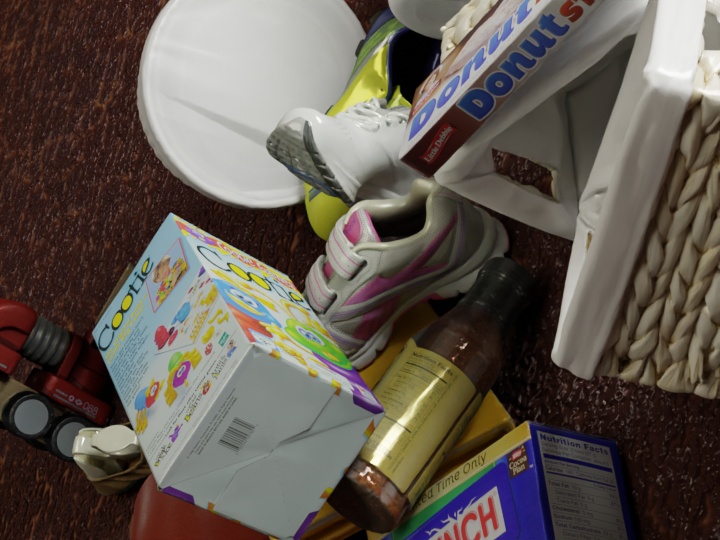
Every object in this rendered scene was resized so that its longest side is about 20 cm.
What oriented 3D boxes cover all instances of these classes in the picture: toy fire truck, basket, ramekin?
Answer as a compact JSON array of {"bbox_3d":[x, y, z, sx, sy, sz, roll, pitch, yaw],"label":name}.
[{"bbox_3d":[-0.305,0.070,1.526,0.129,0.176,0.200,5,65,59],"label":"toy fire truck"},{"bbox_3d":[0.150,-0.125,0.913,0.200,0.135,0.124,-37,42,45],"label":"basket"},{"bbox_3d":[0.181,-0.043,0.760,0.200,0.123,0.136,101,-175,-45],"label":"basket"},{"bbox_3d":[-0.094,-0.147,1.272,0.094,0.202,0.203,172,112,-68],"label":"ramekin"}]

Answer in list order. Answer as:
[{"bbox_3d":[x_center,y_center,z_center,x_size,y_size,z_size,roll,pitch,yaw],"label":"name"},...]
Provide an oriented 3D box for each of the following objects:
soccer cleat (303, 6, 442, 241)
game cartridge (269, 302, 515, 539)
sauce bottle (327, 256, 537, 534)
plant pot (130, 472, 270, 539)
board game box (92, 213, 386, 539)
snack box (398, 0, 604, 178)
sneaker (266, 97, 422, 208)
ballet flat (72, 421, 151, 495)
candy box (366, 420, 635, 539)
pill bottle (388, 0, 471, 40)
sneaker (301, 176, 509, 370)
[{"bbox_3d":[0.012,-0.113,1.204,0.084,0.065,0.200,31,101,56],"label":"soccer cleat"},{"bbox_3d":[-0.008,0.094,1.069,0.176,0.032,0.200,-27,36,-5],"label":"game cartridge"},{"bbox_3d":[0.048,0.075,0.984,0.066,0.066,0.200,-15,31,55],"label":"sauce bottle"},{"bbox_3d":[-0.084,0.237,1.075,0.201,0.201,0.195,-52,28,30],"label":"plant pot"},{"bbox_3d":[-0.082,0.063,0.966,0.105,0.103,0.200,-56,30,10],"label":"board game box"},{"bbox_3d":[0.091,-0.133,0.819,0.200,0.024,0.072,-45,20,39],"label":"snack box"},{"bbox_3d":[-0.002,-0.090,1.109,0.074,0.200,0.087,33,94,22],"label":"sneaker"},{"bbox_3d":[-0.223,0.167,1.427,0.200,0.072,0.068,-19,59,53],"label":"ballet flat"},{"bbox_3d":[0.088,0.215,0.906,0.169,0.077,0.200,-43,40,41],"label":"candy box"},{"bbox_3d":[0.083,-0.278,1.135,0.104,0.104,0.200,-14,63,55],"label":"pill bottle"},{"bbox_3d":[0.000,0.000,1.069,0.200,0.088,0.081,-36,37,2],"label":"sneaker"}]
